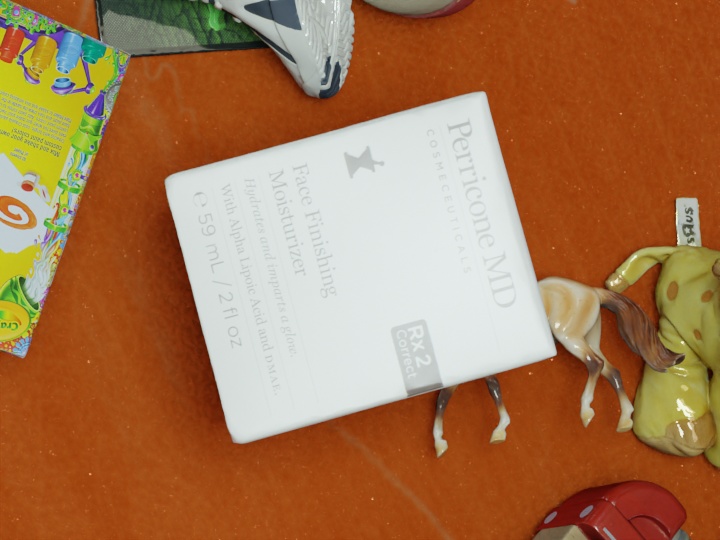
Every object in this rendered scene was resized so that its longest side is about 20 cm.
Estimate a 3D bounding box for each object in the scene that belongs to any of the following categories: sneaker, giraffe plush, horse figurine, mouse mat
[{"bbox_3d":[-0.090,-0.196,1.112,0.200,0.129,0.080,59,40,-42],"label":"sneaker"},{"bbox_3d":[0.279,0.039,1.156,0.171,0.162,0.201,-19,91,-17],"label":"giraffe plush"},{"bbox_3d":[0.116,0.051,1.154,0.198,0.050,0.134,-8,69,-1],"label":"horse figurine"},{"bbox_3d":[-0.109,-0.248,1.147,0.160,0.008,0.202,-7,86,-17],"label":"mouse mat"}]

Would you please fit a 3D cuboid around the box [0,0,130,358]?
[{"bbox_3d":[-0.271,-0.076,0.975,0.199,0.122,0.194,22,86,-39],"label":"box"}]

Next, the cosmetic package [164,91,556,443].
[{"bbox_3d":[0.000,0.000,1.051,0.198,0.165,0.166,-16,89,0],"label":"cosmetic package"}]

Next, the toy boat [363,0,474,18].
[{"bbox_3d":[0.049,-0.272,1.150,0.130,0.130,0.202,-3,86,-46],"label":"toy boat"}]

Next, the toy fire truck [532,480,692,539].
[{"bbox_3d":[0.230,0.202,1.160,0.176,0.129,0.200,48,63,-7],"label":"toy fire truck"}]
